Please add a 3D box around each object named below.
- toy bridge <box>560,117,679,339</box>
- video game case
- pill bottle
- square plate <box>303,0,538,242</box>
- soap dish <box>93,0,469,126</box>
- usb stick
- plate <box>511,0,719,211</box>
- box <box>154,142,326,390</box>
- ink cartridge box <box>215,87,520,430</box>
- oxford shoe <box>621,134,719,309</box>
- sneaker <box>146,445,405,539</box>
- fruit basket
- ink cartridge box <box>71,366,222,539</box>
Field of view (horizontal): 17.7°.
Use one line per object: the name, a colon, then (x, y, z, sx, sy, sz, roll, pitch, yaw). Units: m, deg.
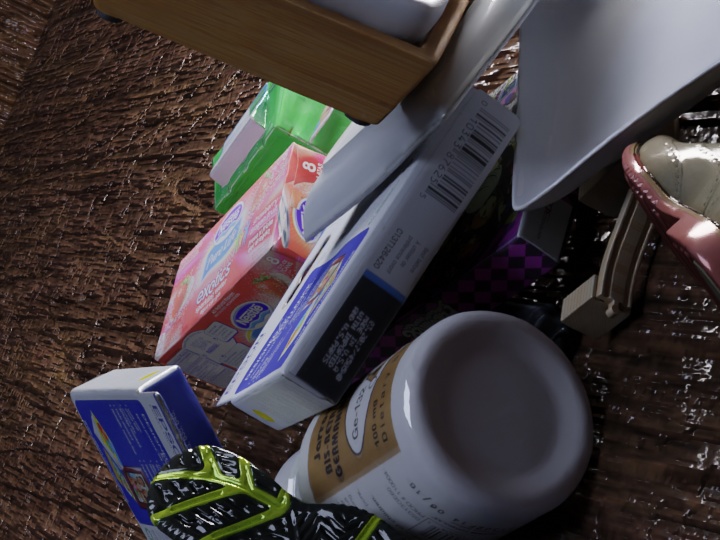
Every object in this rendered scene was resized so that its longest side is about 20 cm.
toy bridge: (0.147, -0.055, 1.274, 0.067, 0.027, 0.200, -44, 28, 47)
video game case: (0.067, -0.035, 1.397, 0.200, 0.036, 0.181, -37, 26, 46)
pill bottle: (0.030, 0.107, 1.271, 0.200, 0.114, 0.114, -39, 33, 55)
square plate: (0.047, -0.123, 1.350, 0.198, 0.028, 0.200, -55, 8, -30)
soap dish: (-0.043, -0.162, 1.269, 0.157, 0.200, 0.081, -65, -2, -63)
usb stick: (0.071, 0.041, 1.367, 0.200, 0.033, 0.056, 8, 80, 71)
plate: (0.164, -0.140, 1.268, 0.200, 0.032, 0.200, -37, 30, 34)
box: (-0.056, 0.007, 1.649, 0.200, 0.103, 0.095, -43, 30, 52)
ink cartridge box: (0.000, 0.000, 1.350, 0.198, 0.047, 0.200, -58, 5, -14)
oxford shoe: (0.182, -0.031, 1.124, 0.075, 0.070, 0.200, -37, 22, 5)
sneaker: (-0.024, 0.162, 1.234, 0.200, 0.076, 0.075, 32, 72, 32)
fruit basket: (-0.050, -0.126, 1.807, 0.185, 0.094, 0.200, -50, 21, 41)
ink cartridge box: (-0.097, 0.153, 1.455, 0.047, 0.198, 0.200, -30, 9, -22)
